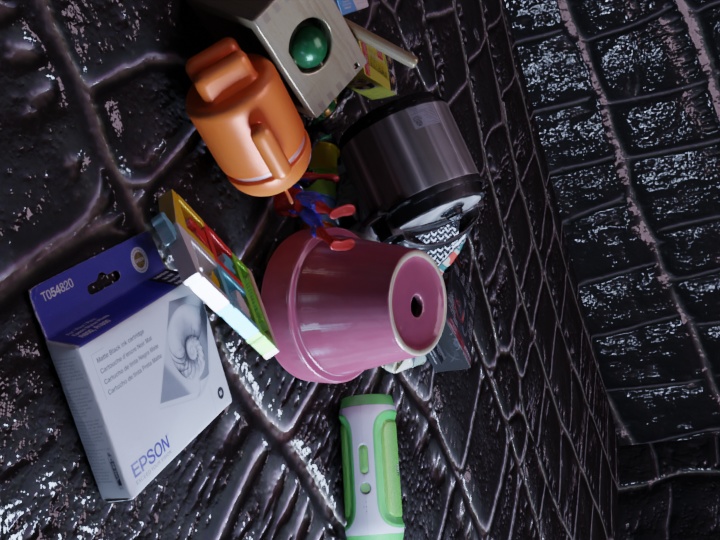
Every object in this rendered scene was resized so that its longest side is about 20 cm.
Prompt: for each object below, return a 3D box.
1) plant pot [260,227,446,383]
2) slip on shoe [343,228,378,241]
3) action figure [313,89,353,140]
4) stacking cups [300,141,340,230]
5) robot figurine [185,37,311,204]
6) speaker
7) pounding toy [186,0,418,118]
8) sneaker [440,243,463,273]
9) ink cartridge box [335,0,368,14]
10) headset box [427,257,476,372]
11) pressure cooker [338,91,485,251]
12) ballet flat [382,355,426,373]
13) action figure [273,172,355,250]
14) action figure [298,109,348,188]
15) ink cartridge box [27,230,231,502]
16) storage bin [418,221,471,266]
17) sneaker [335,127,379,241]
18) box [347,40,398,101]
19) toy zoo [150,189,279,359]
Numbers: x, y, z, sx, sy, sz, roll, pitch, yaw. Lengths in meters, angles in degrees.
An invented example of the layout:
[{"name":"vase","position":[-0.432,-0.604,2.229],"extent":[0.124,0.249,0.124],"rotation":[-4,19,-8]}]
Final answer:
[{"name":"plant pot","position":[0.003,0.042,1.091],"extent":[0.199,0.177,0.203],"rotation":[6,82,-51]},{"name":"slip on shoe","position":[0.000,0.000,1.279],"extent":[0.200,0.075,0.061],"rotation":[74,34,-70]},{"name":"action figure","position":[-0.049,-0.286,1.341],"extent":[0.118,0.054,0.202],"rotation":[49,42,-55]},{"name":"stacking cups","position":[-0.062,-0.080,1.215],"extent":[0.060,0.060,0.203],"rotation":[40,47,-56]},{"name":"robot figurine","position":[-0.129,-0.171,1.014],"extent":[0.117,0.142,0.201],"rotation":[-61,142,-31]},{"name":"speaker","position":[0.015,0.277,1.198],"extent":[0.088,0.087,0.203],"rotation":[28,55,-61]},{"name":"pounding toy","position":[-0.070,-0.291,1.046],"extent":[0.142,0.199,0.184],"rotation":[-49,137,-11]},{"name":"sneaker","position":[0.131,-0.068,1.523],"extent":[0.070,0.093,0.200],"rotation":[39,13,-27]},{"name":"ink cartridge box","position":[-0.088,-0.450,1.220],"extent":[0.129,0.124,0.202],"rotation":[-49,126,-62]},{"name":"headset box","position":[0.158,0.082,1.632],"extent":[0.201,0.074,0.149],"rotation":[-78,148,-42]},{"name":"pressure cooker","position":[0.076,-0.125,1.213],"extent":[0.202,0.174,0.179],"rotation":[65,12,8]},{"name":"ballet flat","position":[0.056,0.120,1.384],"extent":[0.072,0.068,0.201],"rotation":[-65,153,-24]},{"name":"action figure","position":[-0.046,-0.084,1.092],"extent":[0.098,0.199,0.066],"rotation":[-10,114,-30]},{"name":"action figure","position":[-0.075,-0.217,1.184],"extent":[0.119,0.101,0.202],"rotation":[37,48,-45]},{"name":"ink cartridge box","position":[-0.206,0.078,0.819],"extent":[0.200,0.040,0.202],"rotation":[-45,121,-63]},{"name":"storage bin","position":[0.099,-0.104,1.419],"extent":[0.093,0.135,0.201],"rotation":[27,32,-25]},{"name":"sneaker","position":[-0.008,-0.131,1.332],"extent":[0.115,0.074,0.203],"rotation":[5,79,-69]},{"name":"box","position":[0.008,-0.321,1.359],"extent":[0.200,0.049,0.076],"rotation":[-5,86,-72]},{"name":"toy zoo","position":[-0.158,-0.002,0.923],"extent":[0.200,0.020,0.132],"rotation":[53,9,-48]}]
